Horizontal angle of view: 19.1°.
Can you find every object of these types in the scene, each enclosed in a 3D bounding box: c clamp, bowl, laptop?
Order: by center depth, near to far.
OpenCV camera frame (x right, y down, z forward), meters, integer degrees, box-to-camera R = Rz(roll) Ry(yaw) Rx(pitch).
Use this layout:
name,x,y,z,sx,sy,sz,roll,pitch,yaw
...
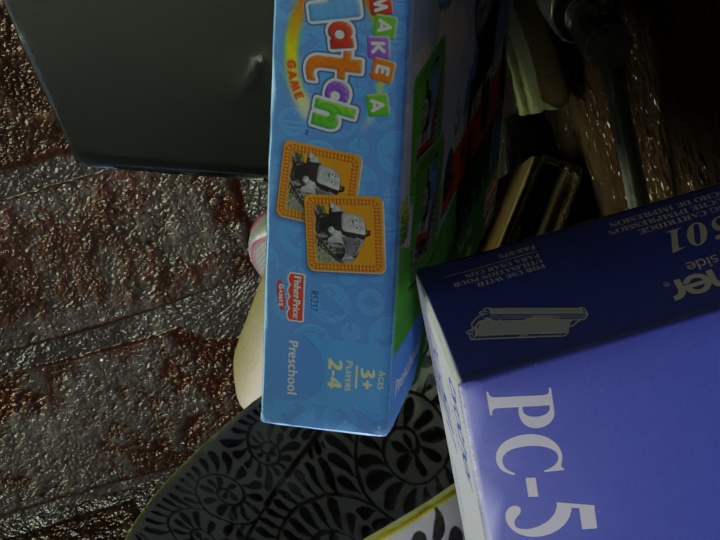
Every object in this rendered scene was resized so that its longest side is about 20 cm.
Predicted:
name,x,y,z,sx,sy,sz,roll,pitch,yaw
c clamp,0.046,-0.130,0.659,0.201,0.027,0.172,-109,6,-51
bowl,0.031,0.078,0.663,0.095,0.200,0.201,58,180,-14
laptop,-0.037,-0.144,0.689,0.116,0.186,0.202,30,-108,-48

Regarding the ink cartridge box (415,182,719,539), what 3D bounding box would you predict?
name,x,y,z,sx,sy,sz,roll,pitch,yaw
ink cartridge box,0.076,0.075,0.544,0.044,0.093,0.201,-111,6,-51

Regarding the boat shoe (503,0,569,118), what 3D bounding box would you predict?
name,x,y,z,sx,sy,sz,roll,pitch,yaw
boat shoe,0.027,-0.092,0.803,0.201,0.065,0.072,-119,14,-74

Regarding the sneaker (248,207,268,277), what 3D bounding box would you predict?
name,x,y,z,sx,sy,sz,roll,pitch,yaw
sneaker,0.008,0.054,0.991,0.200,0.088,0.081,50,148,12

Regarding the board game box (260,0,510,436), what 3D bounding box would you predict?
name,x,y,z,sx,sy,sz,roll,pitch,yaw
board game box,0.012,-0.083,0.528,0.151,0.036,0.202,-59,-27,-64

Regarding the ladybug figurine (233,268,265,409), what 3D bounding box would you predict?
name,x,y,z,sx,sy,sz,roll,pitch,yaw
ladybug figurine,0.000,0.000,0.876,0.200,0.071,0.137,116,177,-73

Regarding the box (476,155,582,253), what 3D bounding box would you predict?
name,x,y,z,sx,sy,sz,roll,pitch,yaw
box,0.036,0.040,0.852,0.200,0.021,0.165,150,141,-86
